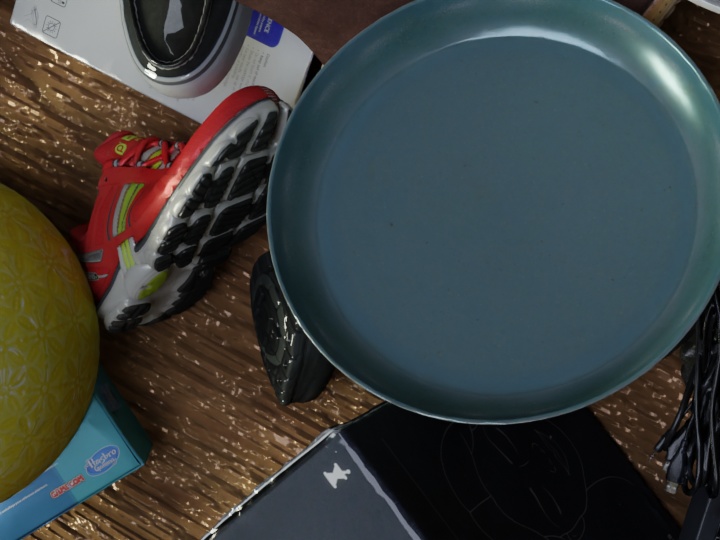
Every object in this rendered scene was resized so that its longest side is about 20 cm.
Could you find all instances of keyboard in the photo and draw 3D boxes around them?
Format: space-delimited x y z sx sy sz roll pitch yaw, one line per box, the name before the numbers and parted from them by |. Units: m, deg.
keyboard | 0.176 0.073 0.791 0.104 0.040 0.200 14 104 0

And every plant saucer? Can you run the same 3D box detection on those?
plant saucer | 0.060 -0.028 0.802 0.200 0.027 0.200 -4 69 11

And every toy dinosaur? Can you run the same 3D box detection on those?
toy dinosaur | 0.139 0.013 0.839 0.102 0.200 0.077 -56 45 48

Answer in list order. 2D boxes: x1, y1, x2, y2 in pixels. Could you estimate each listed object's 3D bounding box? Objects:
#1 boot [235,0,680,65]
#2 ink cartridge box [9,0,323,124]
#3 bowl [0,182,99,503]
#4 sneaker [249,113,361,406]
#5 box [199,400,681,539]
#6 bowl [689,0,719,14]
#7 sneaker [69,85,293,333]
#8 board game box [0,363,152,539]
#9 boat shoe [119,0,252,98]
boot | 0.047 -0.147 0.845 0.166 0.072 0.200 32 127 -22
ink cartridge box | -0.085 -0.134 0.975 0.200 0.039 0.100 29 112 21
bowl | -0.239 0.046 0.953 0.200 0.108 0.200 0 100 0
sneaker | 0.000 0.000 0.927 0.200 0.091 0.076 112 147 -50
box | 0.056 0.155 0.872 0.124 0.197 0.200 -42 80 27
bowl | 0.179 -0.184 0.724 0.201 0.090 0.201 -1 88 13
sneaker | -0.102 -0.041 0.962 0.085 0.077 0.200 59 139 13
board game box | -0.232 0.057 1.033 0.151 0.047 0.200 -31 98 5
boat shoe | -0.090 -0.186 0.918 0.069 0.057 0.200 -1 78 17
